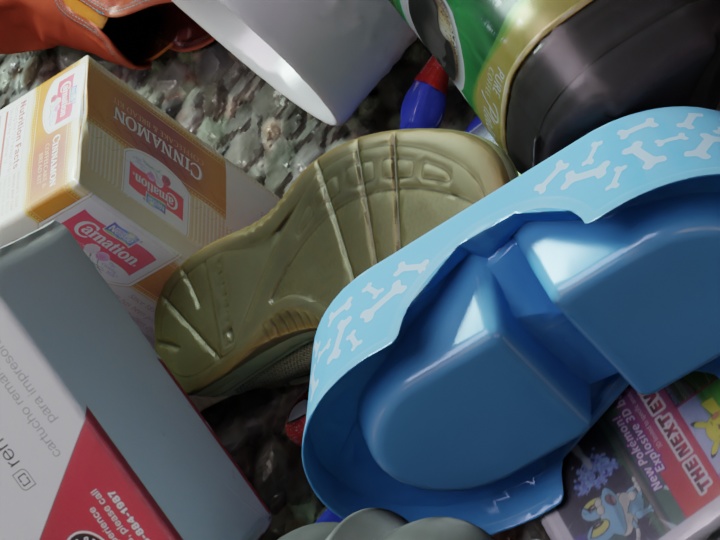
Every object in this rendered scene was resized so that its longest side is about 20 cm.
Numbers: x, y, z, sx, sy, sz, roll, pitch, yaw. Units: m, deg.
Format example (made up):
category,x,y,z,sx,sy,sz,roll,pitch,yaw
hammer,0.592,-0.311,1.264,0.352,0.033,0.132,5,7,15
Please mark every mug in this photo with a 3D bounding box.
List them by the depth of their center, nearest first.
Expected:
category,x,y,z,sx,sy,sz,roll,pitch,yaw
mug,-0.027,-0.192,0.938,0.176,0.200,0.148,-50,13,-3

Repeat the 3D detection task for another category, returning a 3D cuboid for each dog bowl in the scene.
category,x,y,z,sx,sy,sz,roll,pitch,yaw
dog bowl,0.067,0.017,0.745,0.199,0.111,0.050,-32,42,17

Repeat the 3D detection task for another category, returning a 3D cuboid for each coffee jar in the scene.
category,x,y,z,sx,sy,sz,roll,pitch,yaw
coffee jar,0.051,-0.118,0.792,0.085,0.104,0.200,-32,69,-10

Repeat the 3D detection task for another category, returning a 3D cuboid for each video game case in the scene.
category,x,y,z,sx,sy,sz,roll,pitch,yaw
video game case,0.115,-0.004,0.803,0.182,0.023,0.201,-38,54,13

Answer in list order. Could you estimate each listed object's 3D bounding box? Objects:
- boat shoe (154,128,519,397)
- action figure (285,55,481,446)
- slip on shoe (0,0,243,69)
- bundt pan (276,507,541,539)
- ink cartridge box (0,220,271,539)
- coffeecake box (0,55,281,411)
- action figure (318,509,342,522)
category,x,y,z,sx,sy,sz,roll,pitch,yaw
boat shoe,0.000,0.003,0.837,0.200,0.063,0.074,-31,61,43
action figure,0.018,-0.017,0.920,0.201,0.065,0.052,-64,11,2
slip on shoe,-0.122,-0.129,1.077,0.199,0.074,0.062,-6,73,33
bundt pan,0.034,0.151,0.763,0.201,0.202,0.076,-8,47,37
ink cartridge box,-0.159,0.100,0.839,0.200,0.083,0.147,-36,91,20
coffeecake box,-0.140,0.013,0.972,0.199,0.153,0.073,-27,45,29
action figure,0.023,0.084,0.880,0.200,0.052,0.066,-44,46,16
